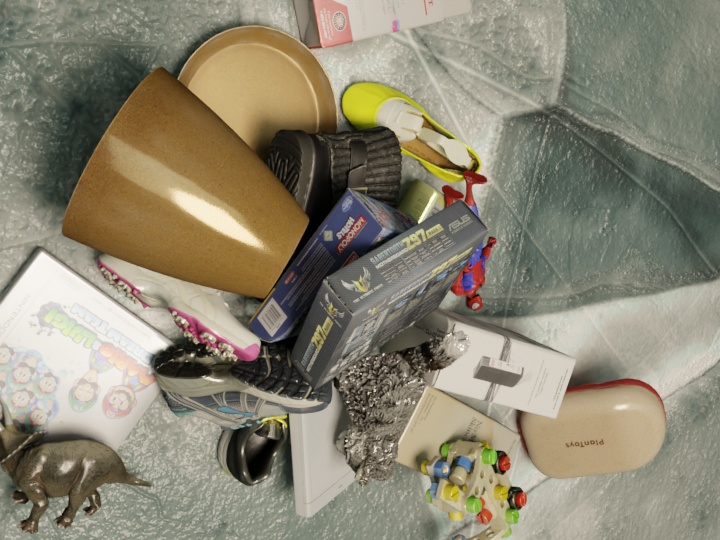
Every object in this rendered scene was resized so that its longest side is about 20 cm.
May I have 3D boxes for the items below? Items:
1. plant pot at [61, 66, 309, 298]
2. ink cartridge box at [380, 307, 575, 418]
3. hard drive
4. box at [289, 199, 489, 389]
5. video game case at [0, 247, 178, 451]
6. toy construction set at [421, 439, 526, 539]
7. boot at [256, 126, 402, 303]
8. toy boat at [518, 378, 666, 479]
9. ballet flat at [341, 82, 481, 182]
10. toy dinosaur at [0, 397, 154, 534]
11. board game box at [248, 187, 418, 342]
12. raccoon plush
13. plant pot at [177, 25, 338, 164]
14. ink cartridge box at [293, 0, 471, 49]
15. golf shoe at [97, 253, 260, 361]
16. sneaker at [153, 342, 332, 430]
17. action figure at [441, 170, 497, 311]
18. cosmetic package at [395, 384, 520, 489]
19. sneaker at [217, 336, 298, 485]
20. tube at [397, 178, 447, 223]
[{"bbox_3d":[-0.156,-0.063,0.844,0.198,0.186,0.188,31,86,-7],"label":"plant pot"},{"bbox_3d":[0.145,0.108,1.084,0.197,0.144,0.085,19,92,-28],"label":"ink cartridge box"},{"bbox_3d":[-0.037,0.174,1.034,0.131,0.026,0.204,-25,118,-52],"label":"hard drive"},{"bbox_3d":[0.028,0.025,0.895,0.199,0.158,0.051,-31,72,-33],"label":"box"},{"bbox_3d":[-0.316,0.108,0.923,0.199,0.024,0.183,40,82,-27],"label":"video game case"},{"bbox_3d":[0.140,0.290,1.055,0.131,0.091,0.202,-49,138,-40],"label":"toy construction set"},{"bbox_3d":[-0.040,-0.063,0.975,0.156,0.079,0.214,-7,127,-44],"label":"boot"},{"bbox_3d":[0.327,0.206,1.212,0.197,0.131,0.132,-11,111,21],"label":"toy boat"},{"bbox_3d":[0.070,-0.166,1.036,0.198,0.067,0.068,28,88,-28],"label":"ballet flat"},{"bbox_3d":[-0.304,0.212,0.896,0.197,0.077,0.104,16,108,-23],"label":"toy dinosaur"},{"bbox_3d":[0.000,0.000,0.965,0.201,0.062,0.199,-51,159,25],"label":"board game box"},{"bbox_3d":[0.043,0.160,0.959,0.096,0.199,0.136,2,68,-39],"label":"raccoon plush"},{"bbox_3d":[-0.119,-0.168,0.964,0.197,0.027,0.204,-5,102,-26],"label":"plant pot"},{"bbox_3d":[0.022,-0.330,0.979,0.197,0.067,0.119,-18,108,-21],"label":"ink cartridge box"},{"bbox_3d":[-0.180,0.018,0.913,0.198,0.075,0.092,34,69,2],"label":"golf shoe"},{"bbox_3d":[-0.125,0.133,0.945,0.196,0.078,0.088,6,126,11],"label":"sneaker"},{"bbox_3d":[0.139,-0.025,1.086,0.065,0.051,0.202,-38,139,-28],"label":"action figure"},{"bbox_3d":[0.106,0.214,1.112,0.199,0.073,0.105,30,85,-36],"label":"cosmetic package"},{"bbox_3d":[-0.104,0.157,1.004,0.073,0.084,0.203,13,94,-28],"label":"sneaker"},{"bbox_3d":[0.038,-0.015,1.065,0.202,0.058,0.052,-61,161,3],"label":"tube"}]
